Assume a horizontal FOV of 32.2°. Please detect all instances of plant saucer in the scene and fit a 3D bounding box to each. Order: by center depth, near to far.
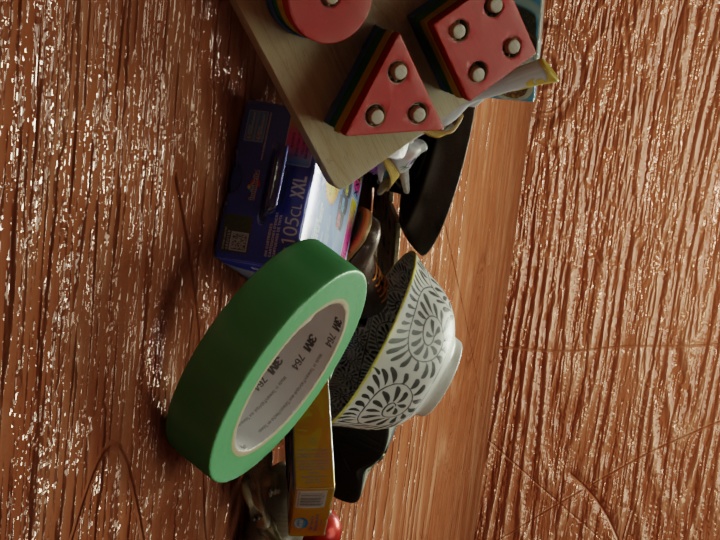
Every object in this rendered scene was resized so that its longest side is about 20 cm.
[{"bbox_3d":[0.075,-0.117,1.278,0.200,0.032,0.204,-165,-91,-82],"label":"plant saucer"}]

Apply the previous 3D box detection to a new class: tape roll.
[{"bbox_3d":[-0.072,0.072,0.992,0.201,0.048,0.201,-49,163,-20],"label":"tape roll"}]

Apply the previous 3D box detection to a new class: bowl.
[{"bbox_3d":[0.045,0.090,1.297,0.202,0.093,0.201,-59,-170,16],"label":"bowl"}]

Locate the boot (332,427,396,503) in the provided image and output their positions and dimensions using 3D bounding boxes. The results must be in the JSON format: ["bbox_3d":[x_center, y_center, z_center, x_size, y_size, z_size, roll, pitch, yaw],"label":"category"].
[{"bbox_3d":[0.014,0.163,1.469,0.205,0.073,0.155,107,10,-49],"label":"boot"}]

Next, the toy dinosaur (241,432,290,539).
[{"bbox_3d":[-0.095,0.156,1.147,0.101,0.057,0.204,120,-31,-79],"label":"toy dinosaur"}]

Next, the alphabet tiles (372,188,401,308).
[{"bbox_3d":[0.028,-0.041,1.453,0.200,0.007,0.170,-107,-160,-68],"label":"alphabet tiles"}]

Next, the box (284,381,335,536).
[{"bbox_3d":[-0.052,0.132,1.173,0.120,0.041,0.203,101,-15,-58],"label":"box"}]

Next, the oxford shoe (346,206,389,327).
[{"bbox_3d":[0.000,0.000,1.242,0.200,0.072,0.072,118,-10,-64],"label":"oxford shoe"}]

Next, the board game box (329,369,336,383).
[{"bbox_3d":[-0.026,0.059,1.408,0.095,0.029,0.204,-28,123,-75],"label":"board game box"}]

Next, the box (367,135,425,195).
[{"bbox_3d":[0.056,-0.217,1.314,0.201,0.049,0.200,-87,-168,-52],"label":"box"}]

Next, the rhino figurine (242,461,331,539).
[{"bbox_3d":[-0.087,0.280,1.204,0.088,0.059,0.203,49,49,-49],"label":"rhino figurine"}]

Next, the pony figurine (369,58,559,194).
[{"bbox_3d":[0.047,-0.163,1.092,0.192,0.199,0.168,36,25,-42],"label":"pony figurine"}]

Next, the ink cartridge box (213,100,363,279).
[{"bbox_3d":[-0.061,-0.056,1.070,0.200,0.075,0.139,43,57,-73],"label":"ink cartridge box"}]

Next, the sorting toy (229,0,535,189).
[{"bbox_3d":[0.024,-0.192,0.950,0.202,0.198,0.070,60,-12,-28],"label":"sorting toy"}]

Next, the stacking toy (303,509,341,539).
[{"bbox_3d":[-0.060,0.349,1.355,0.086,0.084,0.203,80,17,-55],"label":"stacking toy"}]

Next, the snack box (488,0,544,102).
[{"bbox_3d":[0.069,-0.224,1.158,0.037,0.196,0.118,-70,163,-54],"label":"snack box"}]
